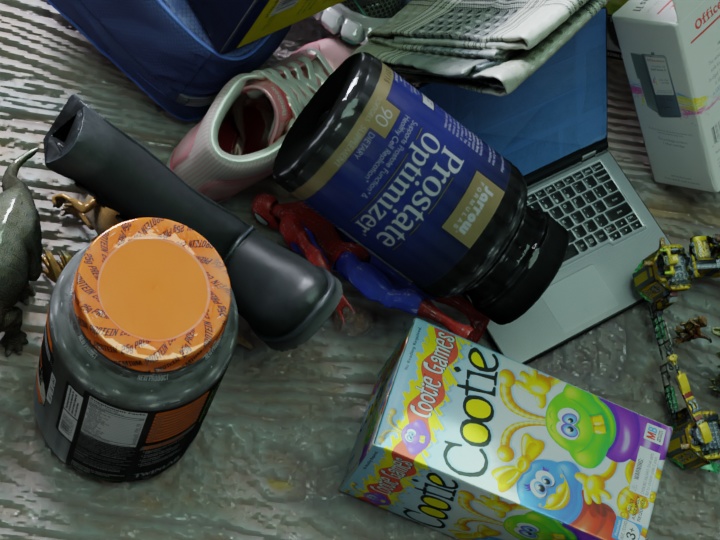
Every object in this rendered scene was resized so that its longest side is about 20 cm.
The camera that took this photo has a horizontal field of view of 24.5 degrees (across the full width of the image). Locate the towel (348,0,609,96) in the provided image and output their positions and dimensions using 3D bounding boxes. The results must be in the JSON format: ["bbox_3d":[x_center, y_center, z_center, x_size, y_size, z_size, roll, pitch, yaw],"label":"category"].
[{"bbox_3d":[0.107,-0.206,1.228,0.200,0.192,0.035,-44,124,-21],"label":"towel"}]

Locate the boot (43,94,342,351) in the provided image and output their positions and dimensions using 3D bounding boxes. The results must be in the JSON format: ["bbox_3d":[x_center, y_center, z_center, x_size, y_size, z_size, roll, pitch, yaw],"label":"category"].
[{"bbox_3d":[-0.118,-0.036,1.125,0.200,0.165,0.066,43,79,-23],"label":"boot"}]

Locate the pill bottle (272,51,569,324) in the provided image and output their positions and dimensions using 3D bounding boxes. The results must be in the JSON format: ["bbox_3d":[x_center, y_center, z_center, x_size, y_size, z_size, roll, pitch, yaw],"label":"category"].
[{"bbox_3d":[0.046,-0.053,1.167,0.199,0.112,0.113,36,59,-15],"label":"pill bottle"}]

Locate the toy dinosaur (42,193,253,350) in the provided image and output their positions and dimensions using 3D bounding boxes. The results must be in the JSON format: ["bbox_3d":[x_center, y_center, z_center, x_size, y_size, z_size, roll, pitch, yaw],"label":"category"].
[{"bbox_3d":[-0.167,-0.013,1.191,0.106,0.061,0.201,-27,75,-27],"label":"toy dinosaur"}]

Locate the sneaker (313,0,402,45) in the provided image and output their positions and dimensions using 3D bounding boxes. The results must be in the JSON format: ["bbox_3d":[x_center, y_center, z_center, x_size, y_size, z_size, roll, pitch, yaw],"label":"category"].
[{"bbox_3d":[-0.039,-0.264,1.315,0.199,0.092,0.078,35,26,10],"label":"sneaker"}]

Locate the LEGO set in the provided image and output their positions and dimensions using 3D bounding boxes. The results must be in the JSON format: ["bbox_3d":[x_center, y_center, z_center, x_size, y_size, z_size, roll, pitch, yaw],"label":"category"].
[{"bbox_3d":[0.297,0.051,1.248,0.152,0.116,0.202,4,71,-17],"label":"LEGO set"}]

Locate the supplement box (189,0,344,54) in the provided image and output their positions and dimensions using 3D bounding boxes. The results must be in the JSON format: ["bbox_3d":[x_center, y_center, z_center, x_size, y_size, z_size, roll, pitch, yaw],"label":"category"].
[{"bbox_3d":[-0.033,-0.256,1.181,0.199,0.109,0.110,-28,83,-30],"label":"supplement box"}]

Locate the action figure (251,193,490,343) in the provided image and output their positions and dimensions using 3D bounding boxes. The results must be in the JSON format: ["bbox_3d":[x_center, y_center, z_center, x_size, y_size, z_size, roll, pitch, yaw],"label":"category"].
[{"bbox_3d":[0.000,0.000,1.232,0.199,0.052,0.065,35,35,14],"label":"action figure"}]

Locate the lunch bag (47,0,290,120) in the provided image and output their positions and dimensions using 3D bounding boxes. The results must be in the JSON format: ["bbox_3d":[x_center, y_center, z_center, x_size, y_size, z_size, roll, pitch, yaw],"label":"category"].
[{"bbox_3d":[-0.149,-0.222,1.255,0.200,0.132,0.136,44,59,-3],"label":"lunch bag"}]

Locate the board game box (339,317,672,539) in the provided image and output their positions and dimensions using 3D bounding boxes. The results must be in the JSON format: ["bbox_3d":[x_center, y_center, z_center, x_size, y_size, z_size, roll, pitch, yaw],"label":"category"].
[{"bbox_3d":[0.101,0.133,1.171,0.198,0.105,0.104,23,62,-4],"label":"board game box"}]

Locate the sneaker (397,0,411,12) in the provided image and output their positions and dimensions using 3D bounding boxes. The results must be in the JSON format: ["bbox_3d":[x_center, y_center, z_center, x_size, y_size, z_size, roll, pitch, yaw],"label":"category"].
[{"bbox_3d":[0.089,-0.271,1.378,0.146,0.077,0.203,39,62,2],"label":"sneaker"}]

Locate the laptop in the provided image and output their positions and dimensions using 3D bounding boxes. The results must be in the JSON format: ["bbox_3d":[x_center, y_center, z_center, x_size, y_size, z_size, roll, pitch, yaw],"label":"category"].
[{"bbox_3d":[0.152,-0.064,1.274,0.186,0.116,0.201,-25,74,-24],"label":"laptop"}]

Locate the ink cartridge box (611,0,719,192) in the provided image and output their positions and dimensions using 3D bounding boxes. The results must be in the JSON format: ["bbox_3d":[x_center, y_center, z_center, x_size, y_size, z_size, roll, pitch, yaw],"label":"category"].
[{"bbox_3d":[0.270,-0.179,1.322,0.067,0.201,0.117,17,48,44],"label":"ink cartridge box"}]

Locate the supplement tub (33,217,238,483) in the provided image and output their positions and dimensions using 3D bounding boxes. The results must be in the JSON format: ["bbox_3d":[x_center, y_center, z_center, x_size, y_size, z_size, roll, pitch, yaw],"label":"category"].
[{"bbox_3d":[-0.148,0.052,1.084,0.121,0.200,0.124,7,63,-13],"label":"supplement tub"}]

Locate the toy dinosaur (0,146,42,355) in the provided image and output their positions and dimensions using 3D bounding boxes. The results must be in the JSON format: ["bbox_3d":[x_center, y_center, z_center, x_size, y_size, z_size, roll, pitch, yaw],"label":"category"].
[{"bbox_3d":[-0.247,-0.005,1.140,0.076,0.102,0.201,29,62,-1],"label":"toy dinosaur"}]

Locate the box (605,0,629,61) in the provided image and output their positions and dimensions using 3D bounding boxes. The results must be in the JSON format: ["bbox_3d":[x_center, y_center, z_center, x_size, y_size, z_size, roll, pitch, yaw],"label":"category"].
[{"bbox_3d":[0.202,-0.256,1.328,0.075,0.201,0.050,17,57,22],"label":"box"}]

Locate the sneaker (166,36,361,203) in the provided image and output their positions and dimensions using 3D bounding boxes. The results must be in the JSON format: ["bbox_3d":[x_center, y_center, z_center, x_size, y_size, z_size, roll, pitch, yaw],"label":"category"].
[{"bbox_3d":[-0.052,-0.123,1.246,0.200,0.105,0.076,-37,90,-27],"label":"sneaker"}]
